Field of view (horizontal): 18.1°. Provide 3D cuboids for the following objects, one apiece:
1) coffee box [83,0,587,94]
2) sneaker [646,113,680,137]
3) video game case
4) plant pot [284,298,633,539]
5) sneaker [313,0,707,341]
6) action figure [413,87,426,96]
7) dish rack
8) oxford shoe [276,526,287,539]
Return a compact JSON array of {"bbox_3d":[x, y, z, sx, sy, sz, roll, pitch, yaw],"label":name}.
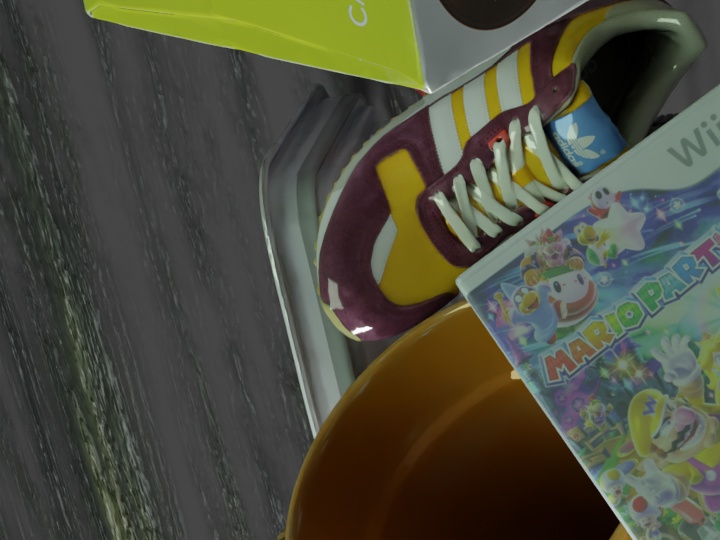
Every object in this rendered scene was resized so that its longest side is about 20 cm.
[{"bbox_3d":[0.004,-0.210,0.888,0.199,0.197,0.201,17,128,41],"label":"coffee box"},{"bbox_3d":[0.122,-0.019,1.032,0.085,0.077,0.200,60,161,-18],"label":"sneaker"},{"bbox_3d":[0.152,0.044,0.912,0.200,0.143,0.018,55,-173,11],"label":"video game case"},{"bbox_3d":[0.096,0.139,1.053,0.200,0.201,0.183,23,163,50],"label":"plant pot"},{"bbox_3d":[0.062,-0.048,0.958,0.075,0.200,0.090,49,161,-24],"label":"sneaker"},{"bbox_3d":[0.028,-0.122,1.089,0.200,0.051,0.066,52,145,31],"label":"action figure"},{"bbox_3d":[0.000,0.000,1.162,0.200,0.043,0.173,-68,-34,-69],"label":"dish rack"},{"bbox_3d":[-0.010,0.257,1.465,0.200,0.071,0.071,56,152,17],"label":"oxford shoe"}]
